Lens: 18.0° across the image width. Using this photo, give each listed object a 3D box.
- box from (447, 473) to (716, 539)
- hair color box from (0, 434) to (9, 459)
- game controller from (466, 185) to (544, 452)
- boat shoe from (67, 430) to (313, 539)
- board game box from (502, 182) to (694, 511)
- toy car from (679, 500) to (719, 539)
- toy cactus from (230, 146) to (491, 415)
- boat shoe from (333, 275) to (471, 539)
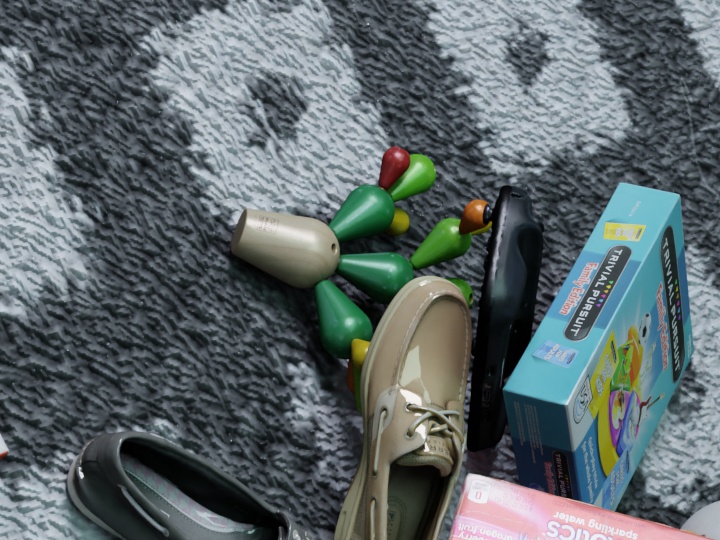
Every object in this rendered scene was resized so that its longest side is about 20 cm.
[{"bbox_3d":[0.144,0.213,1.395,0.199,0.095,0.103,14,57,5],"label":"box"},{"bbox_3d":[-0.303,0.096,1.223,0.200,0.061,0.102,-22,81,-39],"label":"hair color box"},{"bbox_3d":[0.085,0.034,1.437,0.042,0.200,0.105,16,60,10],"label":"game controller"},{"bbox_3d":[-0.081,0.158,1.344,0.200,0.057,0.067,32,54,-17],"label":"boat shoe"},{"bbox_3d":[0.162,0.065,1.499,0.200,0.047,0.151,-57,148,-37],"label":"board game box"},{"bbox_3d":[0.276,0.214,1.523,0.199,0.177,0.185,5,48,-1],"label":"toy car"},{"bbox_3d":[0.000,0.000,1.461,0.165,0.102,0.201,18,70,-14],"label":"toy cactus"},{"bbox_3d":[0.038,0.105,1.391,0.071,0.064,0.201,10,92,-29],"label":"boat shoe"}]
